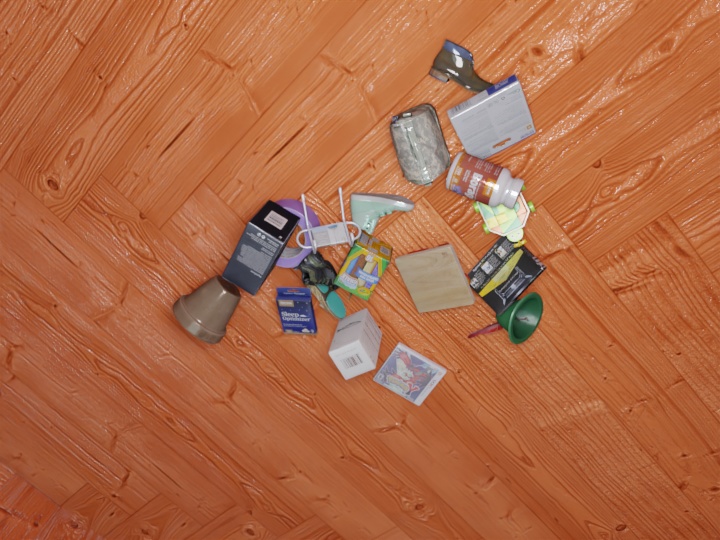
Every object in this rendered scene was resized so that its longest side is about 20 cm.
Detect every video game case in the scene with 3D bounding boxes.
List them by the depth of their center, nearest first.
[{"bbox_3d":[0.172,0.368,1.867,0.198,0.023,0.183,30,116,-6],"label":"video game case"}]

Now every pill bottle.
[{"bbox_3d":[0.347,-0.246,1.476,0.198,0.112,0.113,24,118,15],"label":"pill bottle"}]

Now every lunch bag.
[{"bbox_3d":[0.161,-0.346,1.452,0.138,0.168,0.202,-16,111,15],"label":"lunch bag"}]

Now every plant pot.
[{"bbox_3d":[-0.497,0.116,1.774,0.200,0.200,0.175,42,98,-12],"label":"plant pot"}]

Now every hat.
[{"bbox_3d":[0.460,0.134,1.709,0.199,0.175,0.167,-38,126,-22],"label":"hat"}]

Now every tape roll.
[{"bbox_3d":[-0.228,-0.117,1.667,0.197,0.085,0.203,3,116,6],"label":"tape roll"}]

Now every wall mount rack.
[{"bbox_3d":[-0.097,-0.144,1.555,0.197,0.176,0.075,-11,158,-13],"label":"wall mount rack"}]

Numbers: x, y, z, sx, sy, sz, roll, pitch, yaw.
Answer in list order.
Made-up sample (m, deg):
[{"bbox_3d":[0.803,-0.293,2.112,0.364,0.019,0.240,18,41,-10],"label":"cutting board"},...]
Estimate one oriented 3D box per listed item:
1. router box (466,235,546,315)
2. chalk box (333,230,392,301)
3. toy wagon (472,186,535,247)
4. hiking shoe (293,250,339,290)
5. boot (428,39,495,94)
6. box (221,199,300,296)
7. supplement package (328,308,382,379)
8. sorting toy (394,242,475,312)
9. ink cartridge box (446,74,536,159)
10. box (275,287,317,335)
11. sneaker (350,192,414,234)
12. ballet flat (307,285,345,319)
[{"bbox_3d":[0.434,0.010,1.603,0.157,0.052,0.201,48,117,19],"label":"router box"},{"bbox_3d":[0.000,0.000,1.664,0.123,0.125,0.201,28,115,-5],"label":"chalk box"},{"bbox_3d":[0.425,-0.164,1.534,0.154,0.040,0.202,-26,84,20],"label":"toy wagon"},{"bbox_3d":[-0.137,0.012,1.682,0.100,0.076,0.200,-30,141,7],"label":"hiking shoe"},{"bbox_3d":[0.288,-0.532,1.397,0.198,0.075,0.098,20,119,1],"label":"boot"},{"bbox_3d":[-0.287,-0.069,1.542,0.117,0.197,0.201,30,116,-6],"label":"box"},{"bbox_3d":[-0.013,0.237,1.735,0.116,0.201,0.118,-25,110,19],"label":"supplement package"},{"bbox_3d":[0.238,0.017,1.639,0.198,0.070,0.200,-13,113,37],"label":"sorting toy"},{"bbox_3d":[0.359,-0.405,1.440,0.195,0.044,0.200,-25,143,18],"label":"ink cartridge box"},{"bbox_3d":[-0.216,0.140,1.787,0.119,0.033,0.202,2,130,9],"label":"box"},{"bbox_3d":[0.066,-0.168,1.601,0.198,0.074,0.120,8,110,16],"label":"sneaker"},{"bbox_3d":[-0.122,0.082,1.765,0.065,0.071,0.201,-17,111,46],"label":"ballet flat"}]
